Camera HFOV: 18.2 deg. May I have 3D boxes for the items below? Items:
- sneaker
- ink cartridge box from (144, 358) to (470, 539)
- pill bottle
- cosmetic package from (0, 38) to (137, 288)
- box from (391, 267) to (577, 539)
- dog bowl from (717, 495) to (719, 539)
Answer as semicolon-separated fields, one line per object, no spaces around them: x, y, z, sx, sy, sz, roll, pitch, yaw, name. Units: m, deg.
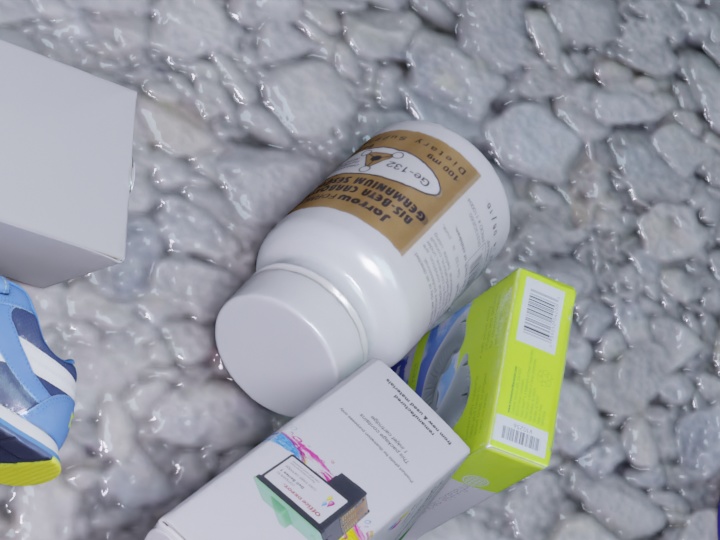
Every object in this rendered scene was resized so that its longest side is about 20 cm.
-0.227;0.031;1.201;0.200;0.074;0.082;49;46;-32;sneaker
-0.049;0.158;1.267;0.084;0.145;0.200;44;44;11;ink cartridge box
0.000;0.000;1.401;0.200;0.114;0.115;-45;109;-43;pill bottle
-0.225;-0.070;1.222;0.200;0.085;0.108;22;63;-39;cosmetic package
0.059;0.089;1.385;0.048;0.200;0.122;21;61;-18;box
0.364;0.209;1.721;0.200;0.079;0.201;16;66;-40;dog bowl
